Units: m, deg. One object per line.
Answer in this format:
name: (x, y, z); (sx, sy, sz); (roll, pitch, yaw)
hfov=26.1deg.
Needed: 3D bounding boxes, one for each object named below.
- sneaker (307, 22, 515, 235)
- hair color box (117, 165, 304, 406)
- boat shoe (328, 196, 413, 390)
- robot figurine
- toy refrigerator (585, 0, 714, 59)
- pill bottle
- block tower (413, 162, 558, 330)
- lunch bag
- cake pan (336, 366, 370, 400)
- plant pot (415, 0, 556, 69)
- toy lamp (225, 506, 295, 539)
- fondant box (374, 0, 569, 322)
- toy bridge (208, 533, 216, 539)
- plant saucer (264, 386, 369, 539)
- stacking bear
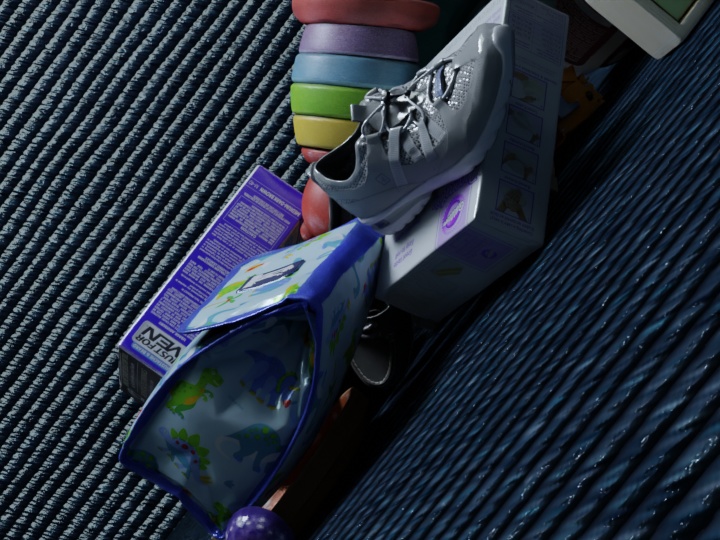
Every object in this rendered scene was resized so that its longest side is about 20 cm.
sneaker: (0.034, -0.096, 1.049); (0.200, 0.082, 0.075); (-48, 28, 41)
hair color box: (-0.121, 0.021, 1.298); (0.200, 0.065, 0.109); (-53, -8, -23)
boat shoe: (0.000, 0.000, 1.194); (0.057, 0.066, 0.202); (-25, -65, -58)
robot figurine: (0.110, -0.093, 1.331); (0.199, 0.058, 0.145); (-34, -4, -18)
toy refrigerator: (0.260, -0.262, 1.151); (0.200, 0.076, 0.070); (-52, 2, -7)
pill bottle: (0.218, -0.252, 1.411); (0.114, 0.114, 0.200); (-52, 2, -16)
block tower: (0.082, -0.032, 1.229); (0.200, 0.057, 0.054); (-53, 26, 40)
lunch bag: (-0.064, 0.063, 1.117); (0.200, 0.127, 0.170); (-51, 1, 25)
cake pan: (-0.033, 0.104, 1.333); (0.201, 0.037, 0.200); (-49, -12, -14)
plant pot: (0.092, -0.214, 1.350); (0.134, 0.201, 0.201); (14, -59, -49)
toy lamp: (-0.099, 0.225, 0.975); (0.058, 0.058, 0.200); (-51, 1, 35)
fondant box: (0.080, -0.082, 1.119); (0.144, 0.058, 0.201); (-40, 35, 53)
toy bridge: (-0.106, 0.198, 1.514); (0.027, 0.067, 0.200); (-58, -1, 30)
plant saucer: (-0.055, 0.178, 1.187); (0.201, 0.032, 0.200); (-53, 1, 1)
stacking bear: (-0.005, -0.118, 1.253); (0.114, 0.120, 0.202); (-33, -52, -81)
